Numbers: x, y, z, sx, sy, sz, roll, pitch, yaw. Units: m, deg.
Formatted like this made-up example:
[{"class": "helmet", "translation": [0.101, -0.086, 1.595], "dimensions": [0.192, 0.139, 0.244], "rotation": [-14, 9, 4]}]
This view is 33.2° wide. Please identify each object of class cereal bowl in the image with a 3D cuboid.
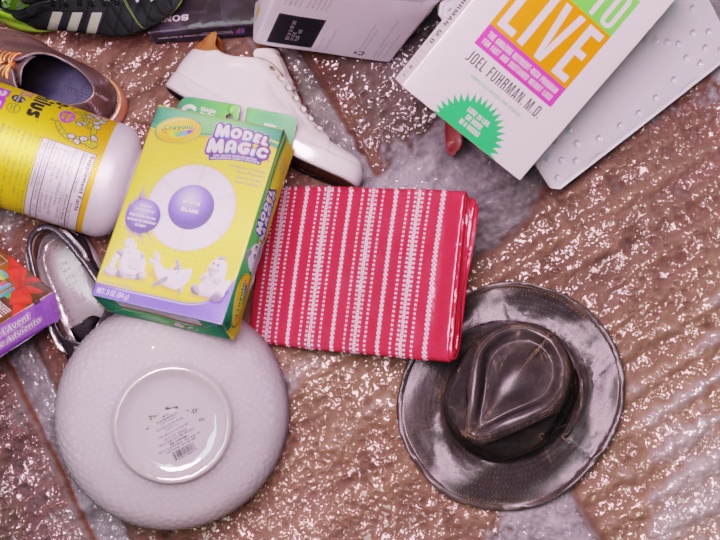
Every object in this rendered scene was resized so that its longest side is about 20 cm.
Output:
[{"class": "cereal bowl", "translation": [-0.156, 0.122, 1.004], "dimensions": [0.200, 0.083, 0.201], "rotation": [0, 90, -9]}]

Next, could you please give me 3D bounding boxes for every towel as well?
[{"class": "towel", "translation": [0.000, 0.000, 1.036], "dimensions": [0.200, 0.022, 0.145], "rotation": [4, 83, 26]}]

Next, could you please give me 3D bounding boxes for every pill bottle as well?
[{"class": "pill bottle", "translation": [-0.262, -0.092, 1.055], "dimensions": [0.200, 0.104, 0.105], "rotation": [18, 84, -9]}]

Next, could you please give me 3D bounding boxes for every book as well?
[{"class": "book", "translation": [0.140, -0.191, 0.962], "dimensions": [0.133, 0.048, 0.200], "rotation": [34, 101, -25]}]

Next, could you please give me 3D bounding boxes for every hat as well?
[{"class": "hat", "translation": [0.124, 0.103, 0.999], "dimensions": [0.200, 0.081, 0.201], "rotation": [-1, 82, 7]}]

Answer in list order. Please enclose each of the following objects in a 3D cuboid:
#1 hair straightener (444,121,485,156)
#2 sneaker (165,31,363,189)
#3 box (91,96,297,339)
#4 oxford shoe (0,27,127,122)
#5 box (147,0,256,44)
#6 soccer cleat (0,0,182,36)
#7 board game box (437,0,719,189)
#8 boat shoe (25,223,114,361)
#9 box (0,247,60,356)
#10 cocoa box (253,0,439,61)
[{"class": "hair straightener", "translation": [0.111, -0.198, 1.077], "dimensions": [0.077, 0.041, 0.201], "rotation": [2, 75, -14]}, {"class": "sneaker", "translation": [-0.072, -0.148, 1.067], "dimensions": [0.200, 0.073, 0.085], "rotation": [32, 85, 10]}, {"class": "box", "translation": [-0.131, -0.053, 0.989], "dimensions": [0.117, 0.048, 0.200], "rotation": [11, 70, 12]}, {"class": "oxford shoe", "translation": [-0.312, -0.188, 1.105], "dimensions": [0.200, 0.073, 0.071], "rotation": [19, 85, 10]}, {"class": "box", "translation": [-0.128, -0.315, 1.120], "dimensions": [0.143, 0.036, 0.201], "rotation": [-4, 83, 7]}, {"class": "soccer cleat", "translation": [-0.255, -0.248, 1.084], "dimensions": [0.199, 0.081, 0.068], "rotation": [-1, 84, 21]}, {"class": "board game box", "translation": [0.189, -0.202, 1.009], "dimensions": [0.200, 0.026, 0.200], "rotation": [-38, 117, 0]}, {"class": "boat shoe", "translation": [-0.238, 0.048, 1.065], "dimensions": [0.074, 0.060, 0.200], "rotation": [-25, 79, 3]}, {"class": "box", "translation": [-0.376, 0.015, 1.039], "dimensions": [0.200, 0.039, 0.137], "rotation": [33, 53, 27]}, {"class": "cocoa box", "translation": [-0.007, -0.274, 0.998], "dimensions": [0.133, 0.200, 0.132], "rotation": [6, 79, -13]}]
